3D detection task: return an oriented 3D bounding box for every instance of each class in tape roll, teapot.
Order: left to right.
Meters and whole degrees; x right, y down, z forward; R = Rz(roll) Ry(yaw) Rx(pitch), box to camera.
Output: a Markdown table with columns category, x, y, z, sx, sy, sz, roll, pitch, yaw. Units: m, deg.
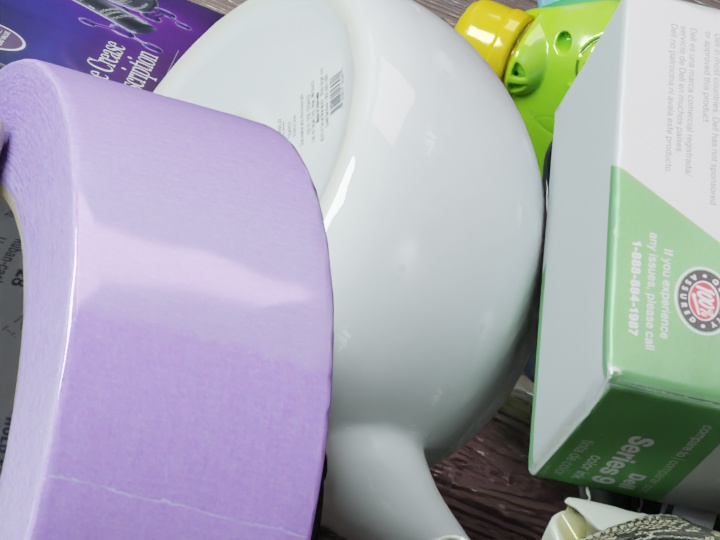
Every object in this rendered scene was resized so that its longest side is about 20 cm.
| category | x | y | z | sx | sy | sz | roll | pitch | yaw |
| --- | --- | --- | --- | --- | --- | --- | --- | --- | --- |
| tape roll | -0.078 | 0.053 | 0.629 | 0.065 | 0.201 | 0.200 | 15 | 20 | -22 |
| teapot | 0.000 | 0.000 | 0.909 | 0.146 | 0.201 | 0.197 | 30 | -4 | -31 |

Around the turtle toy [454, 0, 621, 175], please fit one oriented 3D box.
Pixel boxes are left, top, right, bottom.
| category | x | y | z | sx | sy | sz | roll | pitch | yaw |
| --- | --- | --- | --- | --- | --- | --- | --- | --- | --- |
| turtle toy | 0.111 | -0.055 | 1.179 | 0.145 | 0.201 | 0.101 | 25 | 47 | 12 |

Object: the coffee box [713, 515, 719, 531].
| category | x | y | z | sx | sy | sz | roll | pitch | yaw |
| --- | --- | --- | --- | --- | --- | --- | --- | --- | --- |
| coffee box | 0.213 | 0.091 | 1.098 | 0.123 | 0.044 | 0.200 | 27 | 19 | 12 |

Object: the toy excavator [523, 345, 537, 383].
| category | x | y | z | sx | sy | sz | roll | pitch | yaw |
| --- | --- | --- | --- | --- | --- | --- | --- | --- | --- |
| toy excavator | 0.088 | 0.003 | 1.071 | 0.199 | 0.101 | 0.195 | 2 | 15 | 7 |

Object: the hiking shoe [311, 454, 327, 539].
| category | x | y | z | sx | sy | sz | roll | pitch | yaw |
| --- | --- | --- | --- | --- | --- | --- | --- | --- | --- |
| hiking shoe | -0.037 | 0.052 | 0.723 | 0.075 | 0.101 | 0.201 | 16 | 52 | -21 |

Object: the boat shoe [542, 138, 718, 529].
| category | x | y | z | sx | sy | sz | roll | pitch | yaw |
| --- | --- | --- | --- | --- | --- | --- | --- | --- | --- |
| boat shoe | 0.090 | 0.030 | 0.906 | 0.056 | 0.069 | 0.201 | 18 | 46 | -14 |

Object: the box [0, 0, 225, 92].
| category | x | y | z | sx | sy | sz | roll | pitch | yaw |
| --- | --- | --- | --- | --- | --- | --- | --- | --- | --- |
| box | -0.142 | -0.080 | 1.106 | 0.140 | 0.079 | 0.200 | 19 | 19 | -4 |

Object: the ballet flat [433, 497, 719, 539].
| category | x | y | z | sx | sy | sz | roll | pitch | yaw |
| --- | --- | --- | --- | --- | --- | --- | --- | --- | --- |
| ballet flat | 0.052 | 0.105 | 0.788 | 0.199 | 0.068 | 0.075 | -9 | 34 | -28 |

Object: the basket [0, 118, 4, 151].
| category | x | y | z | sx | sy | sz | roll | pitch | yaw |
| --- | --- | --- | --- | --- | --- | --- | --- | --- | --- |
| basket | -0.215 | 0.011 | 0.591 | 0.160 | 0.201 | 0.198 | 31 | 21 | 18 |

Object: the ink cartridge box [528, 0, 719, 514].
| category | x | y | z | sx | sy | sz | roll | pitch | yaw |
| --- | --- | --- | --- | --- | --- | --- | --- | --- | --- |
| ink cartridge box | 0.164 | 0.008 | 0.839 | 0.199 | 0.088 | 0.146 | 11 | 61 | -10 |
